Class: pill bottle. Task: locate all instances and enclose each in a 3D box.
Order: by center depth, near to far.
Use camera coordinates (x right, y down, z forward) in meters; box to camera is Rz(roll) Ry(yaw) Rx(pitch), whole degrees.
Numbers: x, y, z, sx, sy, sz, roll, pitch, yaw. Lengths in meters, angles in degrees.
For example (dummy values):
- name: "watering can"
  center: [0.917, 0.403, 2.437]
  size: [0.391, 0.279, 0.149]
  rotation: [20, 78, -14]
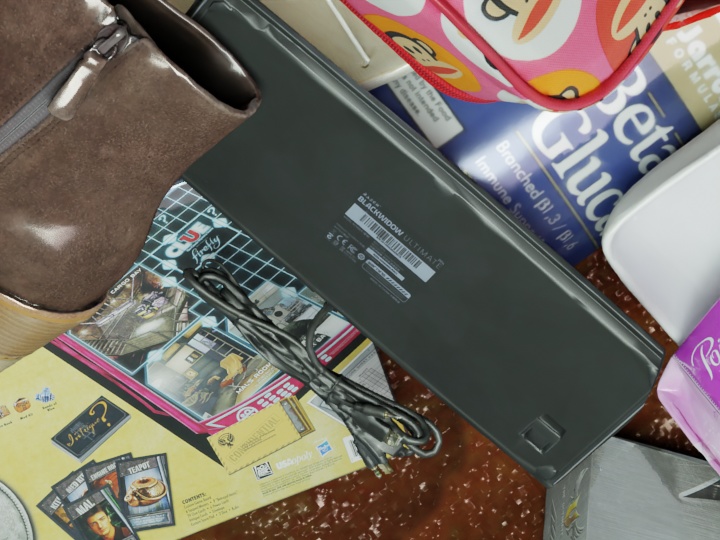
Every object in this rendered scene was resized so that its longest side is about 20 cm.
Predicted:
- name: "pill bottle"
  center: [0.087, -0.078, 1.037]
  size: [0.200, 0.111, 0.111]
  rotation: [-36, 113, 3]

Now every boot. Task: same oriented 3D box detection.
- name: "boot"
  center: [-0.149, -0.067, 0.974]
  size: [0.200, 0.072, 0.166]
  rotation: [37, 125, -9]

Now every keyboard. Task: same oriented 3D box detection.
- name: "keyboard"
  center: [0.000, 0.000, 0.994]
  size: [0.200, 0.021, 0.127]
  rotation: [41, 131, -3]

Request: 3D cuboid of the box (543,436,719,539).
- name: "box"
  center: [0.143, 0.172, 1.100]
  size: [0.158, 0.200, 0.048]
  rotation: [18, 143, -14]

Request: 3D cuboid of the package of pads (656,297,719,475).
- name: "package of pads"
  center: [0.211, 0.034, 1.047]
  size: [0.200, 0.076, 0.121]
  rotation: [15, 119, -46]

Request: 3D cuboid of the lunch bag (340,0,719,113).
- name: "lunch bag"
  center: [0.069, -0.153, 0.933]
  size: [0.176, 0.082, 0.200]
  rotation: [42, 77, -24]

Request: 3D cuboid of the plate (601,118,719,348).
- name: "plate"
  center: [0.190, -0.034, 1.044]
  size: [0.200, 0.032, 0.200]
  rotation: [-38, 143, 4]

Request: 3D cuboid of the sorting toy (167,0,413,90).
- name: "sorting toy"
  center: [-0.090, -0.131, 0.994]
  size: [0.180, 0.107, 0.200]
  rotation: [-30, 115, 9]

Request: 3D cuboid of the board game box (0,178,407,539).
- name: "board game box"
  center: [-0.096, 0.039, 1.084]
  size: [0.200, 0.035, 0.136]
  rotation: [-21, 113, -4]
